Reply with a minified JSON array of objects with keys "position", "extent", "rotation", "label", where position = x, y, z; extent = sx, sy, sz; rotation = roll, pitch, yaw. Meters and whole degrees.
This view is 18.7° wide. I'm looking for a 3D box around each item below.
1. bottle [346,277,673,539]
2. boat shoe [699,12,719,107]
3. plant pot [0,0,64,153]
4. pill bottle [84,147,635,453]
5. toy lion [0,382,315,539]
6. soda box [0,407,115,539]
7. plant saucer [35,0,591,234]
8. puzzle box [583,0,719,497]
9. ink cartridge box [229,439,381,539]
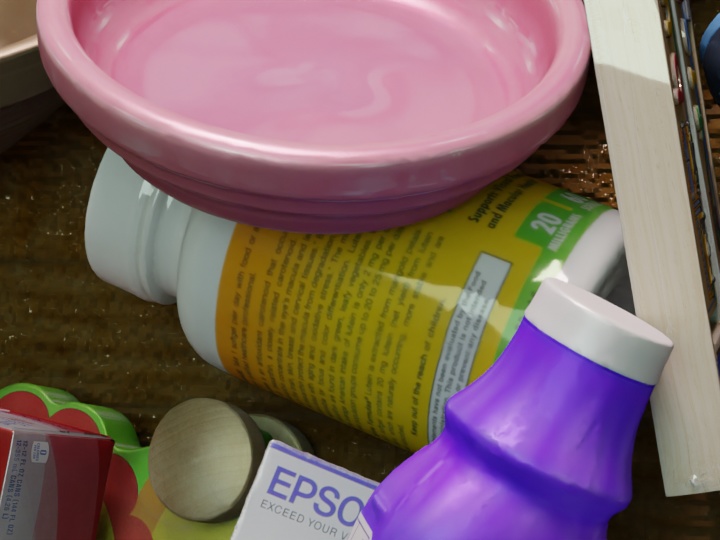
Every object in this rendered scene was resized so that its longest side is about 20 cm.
[{"position":[0.034,0.101,0.699],"extent":[0.083,0.065,0.201],"rotation":[23,98,-18],"label":"bottle"},{"position":[0.223,-0.093,0.794],"extent":[0.198,0.084,0.069],"rotation":[-20,63,14],"label":"boat shoe"},{"position":[-0.181,-0.106,0.892],"extent":[0.199,0.093,0.202],"rotation":[1,43,-1],"label":"plant pot"},{"position":[0.000,0.000,0.827],"extent":[0.199,0.111,0.112],"rotation":[22,86,19],"label":"pill bottle"},{"position":[-0.107,0.141,0.863],"extent":[0.190,0.069,0.202],"rotation":[-15,75,20],"label":"toy lion"},{"position":[-0.154,0.153,0.823],"extent":[0.070,0.063,0.202],"rotation":[11,90,32],"label":"soda box"},{"position":[-0.017,-0.076,0.790],"extent":[0.199,0.201,0.051],"rotation":[19,128,19],"label":"plant saucer"},{"position":[0.108,-0.033,0.763],"extent":[0.025,0.133,0.202],"rotation":[-9,95,14],"label":"puzzle box"},{"position":[0.013,0.185,0.771],"extent":[0.197,0.043,0.202],"rotation":[24,86,-16],"label":"ink cartridge box"}]
